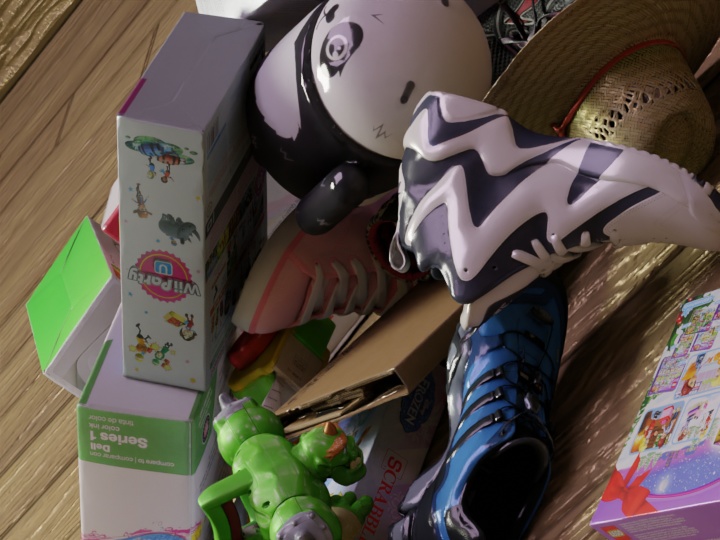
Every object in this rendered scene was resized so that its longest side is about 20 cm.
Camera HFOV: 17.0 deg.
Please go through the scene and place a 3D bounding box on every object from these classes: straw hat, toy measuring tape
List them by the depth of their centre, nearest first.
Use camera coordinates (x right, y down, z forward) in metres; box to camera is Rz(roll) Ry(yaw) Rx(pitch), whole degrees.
[{"bbox_3d":[0.163,-0.088,1.418,0.201,0.200,0.085,-47,63,28],"label":"straw hat"},{"bbox_3d":[-0.065,0.086,1.614,0.074,0.073,0.200,-45,11,31],"label":"toy measuring tape"}]

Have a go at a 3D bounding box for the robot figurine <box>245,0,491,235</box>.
[{"bbox_3d":[0.000,-0.112,1.520,0.124,0.151,0.200,-18,-6,-28],"label":"robot figurine"}]

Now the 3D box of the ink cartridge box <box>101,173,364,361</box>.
[{"bbox_3d":[-0.071,-0.044,1.788,0.148,0.199,0.086,-50,18,18],"label":"ink cartridge box"}]

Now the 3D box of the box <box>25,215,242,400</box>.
[{"bbox_3d":[-0.161,0.064,1.878,0.097,0.176,0.200,-55,17,5],"label":"box"}]

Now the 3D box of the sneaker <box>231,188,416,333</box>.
[{"bbox_3d":[0.000,0.000,1.633,0.200,0.104,0.076,-40,-22,-51],"label":"sneaker"}]

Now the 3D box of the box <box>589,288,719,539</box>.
[{"bbox_3d":[0.199,0.062,1.144,0.200,0.039,0.137,-22,37,61],"label":"box"}]

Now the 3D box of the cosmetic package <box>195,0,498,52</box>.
[{"bbox_3d":[0.010,-0.201,1.631,0.151,0.199,0.052,-30,70,50],"label":"cosmetic package"}]

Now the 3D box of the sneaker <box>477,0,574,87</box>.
[{"bbox_3d":[0.131,-0.175,1.682,0.200,0.080,0.075,-31,32,53],"label":"sneaker"}]

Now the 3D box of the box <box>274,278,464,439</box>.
[{"bbox_3d":[0.048,0.028,1.524,0.200,0.021,0.163,-41,8,-32],"label":"box"}]

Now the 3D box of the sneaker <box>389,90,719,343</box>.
[{"bbox_3d":[0.105,-0.011,1.343,0.079,0.198,0.131,33,-104,-80],"label":"sneaker"}]

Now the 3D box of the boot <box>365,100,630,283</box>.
[{"bbox_3d":[0.091,-0.069,1.548,0.154,0.074,0.203,-44,4,-23],"label":"boot"}]

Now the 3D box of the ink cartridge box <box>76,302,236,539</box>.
[{"bbox_3d":[-0.139,0.137,1.671,0.145,0.083,0.201,-74,-11,-56],"label":"ink cartridge box"}]

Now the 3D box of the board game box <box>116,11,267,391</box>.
[{"bbox_3d":[-0.108,-0.046,1.583,0.148,0.064,0.201,-65,-20,-54],"label":"board game box"}]

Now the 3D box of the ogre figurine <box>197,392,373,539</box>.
[{"bbox_3d":[-0.033,0.149,1.401,0.097,0.120,0.201,-20,41,12],"label":"ogre figurine"}]

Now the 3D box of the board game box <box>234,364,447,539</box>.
[{"bbox_3d":[-0.035,0.167,1.581,0.200,0.041,0.200,-32,28,53],"label":"board game box"}]

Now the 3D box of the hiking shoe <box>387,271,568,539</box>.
[{"bbox_3d":[0.087,0.089,1.367,0.086,0.074,0.201,-8,60,57],"label":"hiking shoe"}]
